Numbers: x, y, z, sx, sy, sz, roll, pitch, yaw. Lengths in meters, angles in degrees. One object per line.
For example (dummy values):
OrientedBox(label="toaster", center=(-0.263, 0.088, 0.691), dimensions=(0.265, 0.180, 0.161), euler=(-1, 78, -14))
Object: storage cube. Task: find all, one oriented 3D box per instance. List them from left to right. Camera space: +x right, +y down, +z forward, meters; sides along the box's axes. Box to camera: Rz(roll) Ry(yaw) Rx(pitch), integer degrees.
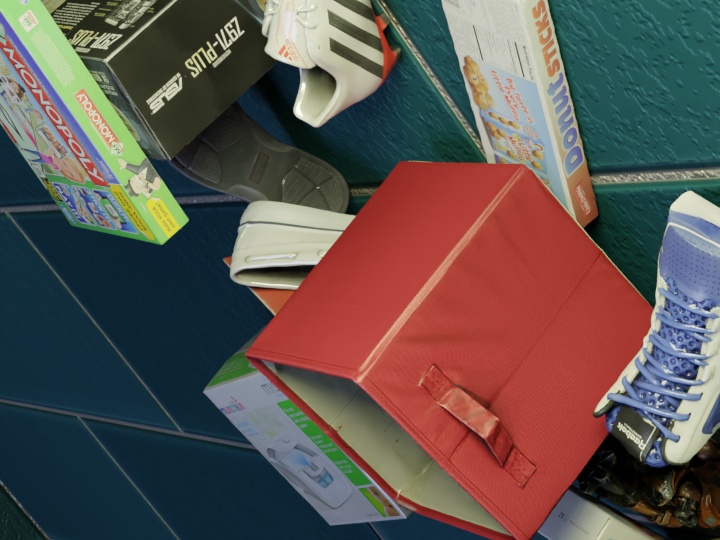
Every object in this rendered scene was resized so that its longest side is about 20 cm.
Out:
OrientedBox(label="storage cube", center=(0.067, 0.050, 1.364), dimensions=(0.171, 0.180, 0.200), euler=(45, 163, -21))

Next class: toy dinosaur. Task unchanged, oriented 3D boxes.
OrientedBox(label="toy dinosaur", center=(0.208, 0.144, 1.446), dimensions=(0.136, 0.103, 0.199), euler=(38, 142, -28))

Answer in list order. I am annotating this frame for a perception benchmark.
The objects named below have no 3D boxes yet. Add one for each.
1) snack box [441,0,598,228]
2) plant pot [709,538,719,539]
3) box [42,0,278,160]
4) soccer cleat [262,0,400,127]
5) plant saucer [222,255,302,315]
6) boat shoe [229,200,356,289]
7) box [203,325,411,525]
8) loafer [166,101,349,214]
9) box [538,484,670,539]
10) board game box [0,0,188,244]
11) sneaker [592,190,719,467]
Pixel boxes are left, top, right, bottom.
OrientedBox(label="snack box", center=(0.097, -0.108, 1.282), dimensions=(0.072, 0.024, 0.201), euler=(28, 152, 36))
OrientedBox(label="plant pot", center=(0.215, 0.259, 1.343), dimensions=(0.192, 0.201, 0.201), euler=(2, 151, 1))
OrientedBox(label="box", center=(-0.146, -0.168, 1.431), dimensions=(0.200, 0.164, 0.086), euler=(14, 142, 52))
OrientedBox(label="soccer cleat", center=(-0.031, -0.176, 1.313), dimensions=(0.068, 0.085, 0.201), euler=(30, 154, 34))
OrientedBox(label="plant saucer", center=(0.005, 0.072, 1.588), dimensions=(0.200, 0.037, 0.200), euler=(43, 180, -41))
OrientedBox(label="boat shoe", center=(0.000, 0.000, 1.515), dimensions=(0.199, 0.066, 0.074), euler=(7, 156, 23))
OrientedBox(label="box", center=(-0.022, 0.125, 1.817), dimensions=(0.177, 0.097, 0.200), euler=(47, 160, -9))
OrientedBox(label="loafer", center=(-0.101, -0.089, 1.561), dimensions=(0.199, 0.072, 0.063), euler=(32, 170, -25))
OrientedBox(label="box", center=(0.193, 0.202, 1.499), dimensions=(0.199, 0.041, 0.156), euler=(30, 180, -32))
OrientedBox(label="board game box", center=(-0.207, -0.108, 1.388), dimensions=(0.134, 0.029, 0.200), euler=(12, 140, 56))
OrientedBox(label="sneaker", center=(0.201, 0.057, 1.262), dimensions=(0.080, 0.115, 0.200), euler=(32, 155, 28))
